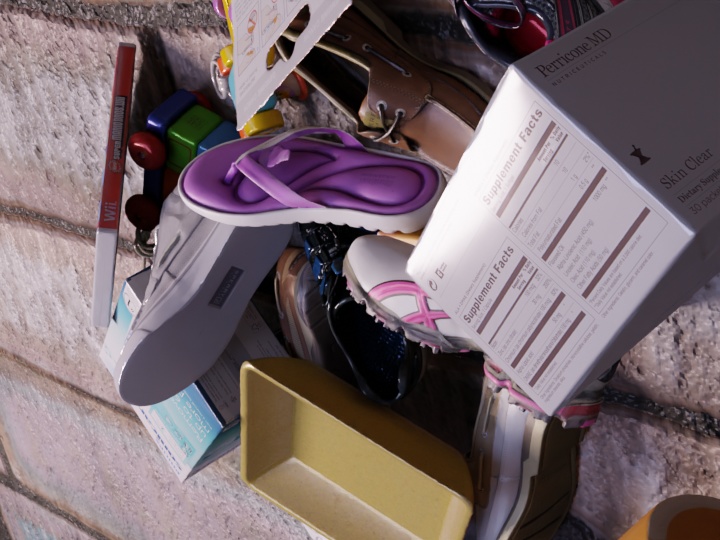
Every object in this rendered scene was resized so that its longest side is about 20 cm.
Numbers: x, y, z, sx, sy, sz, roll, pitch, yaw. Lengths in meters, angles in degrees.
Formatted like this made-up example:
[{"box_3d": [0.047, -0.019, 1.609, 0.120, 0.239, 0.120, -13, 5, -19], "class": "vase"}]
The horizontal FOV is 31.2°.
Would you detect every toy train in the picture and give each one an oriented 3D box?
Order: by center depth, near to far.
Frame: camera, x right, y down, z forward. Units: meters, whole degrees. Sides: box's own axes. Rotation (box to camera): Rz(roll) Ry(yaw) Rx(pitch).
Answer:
[{"box_3d": [-0.083, -0.193, 0.949, 0.200, 0.056, 0.150, 85, 163, -48], "class": "toy train"}, {"box_3d": [-0.132, -0.047, 1.098, 0.116, 0.085, 0.200, 29, 138, 14], "class": "toy train"}]

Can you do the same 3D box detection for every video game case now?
[{"box_3d": [-0.210, -0.073, 1.093, 0.143, 0.017, 0.200, 110, 162, -54], "class": "video game case"}]

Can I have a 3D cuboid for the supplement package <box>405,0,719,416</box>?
[{"box_3d": [0.146, -0.052, 0.652, 0.111, 0.200, 0.156, 44, 142, 16], "class": "supplement package"}]

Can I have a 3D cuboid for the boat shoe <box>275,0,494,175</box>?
[{"box_3d": [0.024, -0.110, 0.864, 0.200, 0.068, 0.072, 39, 141, 23], "class": "boat shoe"}]

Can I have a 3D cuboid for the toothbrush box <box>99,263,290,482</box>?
[{"box_3d": [-0.144, 0.082, 1.113, 0.147, 0.085, 0.200, 56, 155, 8], "class": "toothbrush box"}]

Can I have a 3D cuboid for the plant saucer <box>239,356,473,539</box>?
[{"box_3d": [0.000, 0.155, 0.997, 0.200, 0.048, 0.200, 30, 148, 16], "class": "plant saucer"}]

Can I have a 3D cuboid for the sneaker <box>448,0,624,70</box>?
[{"box_3d": [0.072, -0.179, 0.751, 0.200, 0.075, 0.081, 43, 143, 20], "class": "sneaker"}]

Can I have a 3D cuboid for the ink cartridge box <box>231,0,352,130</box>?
[{"box_3d": [-0.032, -0.206, 0.793, 0.161, 0.050, 0.200, -38, 53, 54], "class": "ink cartridge box"}]

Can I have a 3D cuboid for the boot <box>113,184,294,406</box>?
[{"box_3d": [-0.133, 0.004, 0.993, 0.074, 0.200, 0.096, 30, -167, -43], "class": "boot"}]

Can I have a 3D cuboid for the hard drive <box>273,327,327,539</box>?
[{"box_3d": [-0.049, 0.155, 1.181, 0.200, 0.038, 0.140, 58, 144, 0], "class": "hard drive"}]

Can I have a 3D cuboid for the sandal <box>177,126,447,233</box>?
[{"box_3d": [-0.036, -0.073, 0.904, 0.202, 0.083, 0.050, 5, 142, 19], "class": "sandal"}]

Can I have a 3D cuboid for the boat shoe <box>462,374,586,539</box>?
[{"box_3d": [0.116, 0.146, 0.956, 0.068, 0.075, 0.200, 38, 134, 34], "class": "boat shoe"}]

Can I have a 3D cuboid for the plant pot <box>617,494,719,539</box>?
[{"box_3d": [0.206, 0.254, 0.843, 0.200, 0.200, 0.183, 38, 124, 25], "class": "plant pot"}]

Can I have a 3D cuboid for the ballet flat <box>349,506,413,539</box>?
[{"box_3d": [0.001, 0.245, 1.100, 0.067, 0.200, 0.064, 50, -172, -4], "class": "ballet flat"}]

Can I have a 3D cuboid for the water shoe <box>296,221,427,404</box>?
[{"box_3d": [0.000, 0.000, 0.944, 0.071, 0.079, 0.200, -22, 94, 10], "class": "water shoe"}]

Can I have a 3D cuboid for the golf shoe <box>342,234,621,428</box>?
[{"box_3d": [0.076, 0.014, 0.798, 0.200, 0.073, 0.092, 28, 110, 31], "class": "golf shoe"}]

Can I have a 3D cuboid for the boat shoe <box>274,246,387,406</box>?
[{"box_3d": [-0.027, 0.065, 1.063, 0.072, 0.076, 0.200, 31, 135, 47], "class": "boat shoe"}]

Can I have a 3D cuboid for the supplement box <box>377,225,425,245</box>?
[{"box_3d": [0.106, 0.000, 0.855, 0.200, 0.066, 0.069, 11, 121, 45], "class": "supplement box"}]
